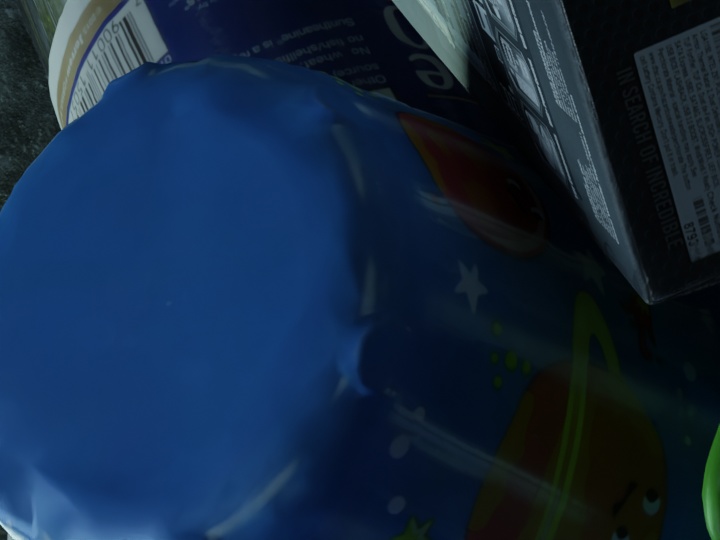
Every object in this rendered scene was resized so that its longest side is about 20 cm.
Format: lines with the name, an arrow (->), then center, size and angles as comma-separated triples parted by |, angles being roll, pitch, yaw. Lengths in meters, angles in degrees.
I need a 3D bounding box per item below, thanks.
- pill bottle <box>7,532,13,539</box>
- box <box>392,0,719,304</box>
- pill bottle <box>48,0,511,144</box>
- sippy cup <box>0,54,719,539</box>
pill bottle -> -0.045, 0.082, 0.862 | 0.200, 0.112, 0.113 | 74, 173, -82
box -> 0.018, -0.115, 0.486 | 0.158, 0.051, 0.201 | -125, 14, -61
pill bottle -> 0.000, 0.000, 0.735 | 0.111, 0.110, 0.200 | 76, 170, -50
sippy cup -> -0.002, 0.025, 0.543 | 0.130, 0.177, 0.140 | 30, -143, -51
